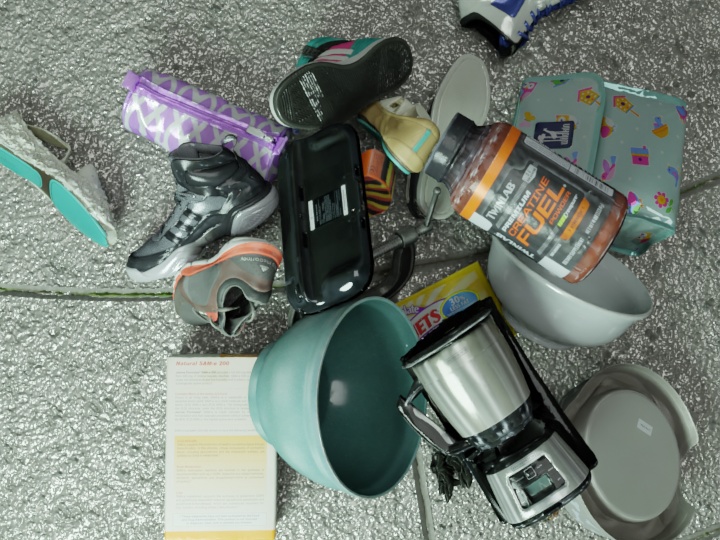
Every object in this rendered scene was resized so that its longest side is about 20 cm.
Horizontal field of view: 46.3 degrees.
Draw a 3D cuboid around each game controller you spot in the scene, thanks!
[{"bbox_3d":[-0.038,-0.057,0.873,0.103,0.042,0.203,-17,64,22],"label":"game controller"}]

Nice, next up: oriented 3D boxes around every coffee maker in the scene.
[{"bbox_3d":[0.148,0.137,0.869,0.134,0.192,0.202,-34,88,31],"label":"coffee maker"}]

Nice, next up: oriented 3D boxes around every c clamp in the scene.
[{"bbox_3d":[0.000,0.000,0.938,0.198,0.172,0.027,-30,62,-16],"label":"c clamp"}]

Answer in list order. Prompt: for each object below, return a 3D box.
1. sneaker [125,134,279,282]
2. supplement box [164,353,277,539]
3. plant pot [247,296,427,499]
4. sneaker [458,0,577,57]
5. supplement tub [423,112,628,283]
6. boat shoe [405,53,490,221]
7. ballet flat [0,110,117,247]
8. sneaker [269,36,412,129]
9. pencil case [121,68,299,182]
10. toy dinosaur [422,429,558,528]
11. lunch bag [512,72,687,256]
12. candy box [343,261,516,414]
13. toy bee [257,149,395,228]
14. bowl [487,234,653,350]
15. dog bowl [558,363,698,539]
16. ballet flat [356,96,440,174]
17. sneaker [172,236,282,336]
[{"bbox_3d":[-0.198,-0.074,0.944,0.198,0.076,0.115,-28,115,8],"label":"sneaker"},{"bbox_3d":[-0.155,0.196,0.955,0.123,0.074,0.204,1,86,-4],"label":"supplement box"},{"bbox_3d":[-0.035,0.132,0.895,0.132,0.199,0.204,-4,85,35],"label":"plant pot"},{"bbox_3d":[0.204,-0.321,1.025,0.195,0.081,0.118,-2,89,3],"label":"sneaker"},{"bbox_3d":[0.165,-0.080,0.864,0.198,0.107,0.108,31,84,2],"label":"supplement tub"},{"bbox_3d":[0.102,-0.158,1.009,0.073,0.060,0.204,14,86,-22],"label":"boat shoe"},{"bbox_3d":[-0.346,-0.114,0.971,0.199,0.072,0.072,39,84,-1],"label":"ballet flat"},{"bbox_3d":[-0.047,-0.218,0.966,0.199,0.120,0.085,-29,115,-34],"label":"sneaker"},{"bbox_3d":[-0.176,-0.164,0.976,0.197,0.086,0.085,20,82,-2],"label":"pencil case"},{"bbox_3d":[0.151,0.205,0.981,0.134,0.103,0.201,-20,49,-19],"label":"toy dinosaur"},{"bbox_3d":[0.265,-0.129,0.980,0.196,0.122,0.173,15,73,-6],"label":"lunch bag"},{"bbox_3d":[0.074,0.079,0.993,0.198,0.026,0.103,-27,75,-3],"label":"candy box"},{"bbox_3d":[-0.022,-0.078,0.968,0.108,0.198,0.133,34,76,-37],"label":"toy bee"},{"bbox_3d":[0.221,0.026,0.958,0.198,0.202,0.091,24,115,-2],"label":"bowl"},{"bbox_3d":[0.299,0.211,0.963,0.197,0.059,0.204,8,72,-25],"label":"dog bowl"},{"bbox_3d":[0.046,-0.160,0.939,0.068,0.200,0.063,37,101,-24],"label":"ballet flat"},{"bbox_3d":[-0.154,0.034,0.908,0.076,0.199,0.083,16,61,-27],"label":"sneaker"}]
